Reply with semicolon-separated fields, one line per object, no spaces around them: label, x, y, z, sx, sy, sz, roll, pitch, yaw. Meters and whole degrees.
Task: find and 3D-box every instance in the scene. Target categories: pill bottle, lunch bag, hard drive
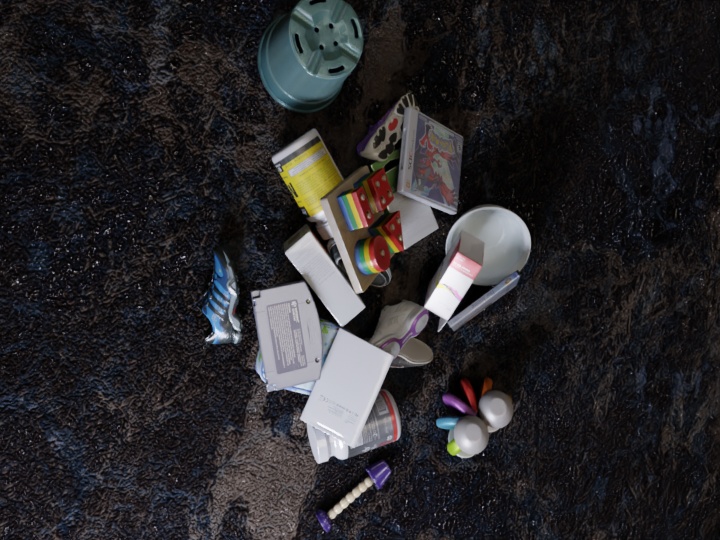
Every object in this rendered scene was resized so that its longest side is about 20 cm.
pill bottle;-0.090;-0.177;1.140;0.113;0.114;0.204;-34;105;-14
lunch bag;-0.122;0.180;1.179;0.194;0.082;0.167;16;89;-21
hard drive;-0.028;0.244;1.144;0.128;0.025;0.206;25;87;3
pill bottle;-0.016;0.348;1.219;0.193;0.115;0.120;-13;100;-18

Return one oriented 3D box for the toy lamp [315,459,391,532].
toy lamp;-0.013;0.518;1.270;0.197;0.058;0.059;-36;106;-11

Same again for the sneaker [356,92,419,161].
sneaker;0.060;-0.321;1.208;0.200;0.082;0.082;-47;126;-26

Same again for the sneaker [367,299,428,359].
sneaker;0.064;0.138;1.235;0.198;0.098;0.077;-35;135;-29

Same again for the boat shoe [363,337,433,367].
boat shoe;0.076;0.193;1.278;0.193;0.057;0.069;9;57;-25

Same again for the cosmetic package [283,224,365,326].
cosmetic package;-0.078;0.009;1.164;0.070;0.102;0.202;-36;107;0

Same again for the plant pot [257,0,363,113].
plant pot;-0.091;-0.432;1.072;0.193;0.195;0.209;-2;95;-20

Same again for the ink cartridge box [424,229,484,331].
ink cartridge box;0.203;0.025;1.240;0.066;0.117;0.204;27;121;0

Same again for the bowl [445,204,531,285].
bowl;0.297;-0.075;1.290;0.193;0.091;0.207;4;122;6

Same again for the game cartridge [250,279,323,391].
game cartridge;-0.143;0.130;1.106;0.128;0.041;0.208;-9;95;-11

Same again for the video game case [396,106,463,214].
video game case;0.161;-0.241;1.226;0.196;0.023;0.190;13;80;-43

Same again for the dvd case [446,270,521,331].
dvd case;0.287;0.076;1.273;0.198;0.143;0.018;-38;74;5

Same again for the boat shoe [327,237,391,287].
boat shoe;0.000;0.000;1.186;0.071;0.073;0.197;-37;136;25

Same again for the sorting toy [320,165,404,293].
sorting toy;0.023;-0.094;1.119;0.200;0.068;0.204;-48;121;-54

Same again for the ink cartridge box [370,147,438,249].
ink cartridge box;0.090;-0.163;1.238;0.102;0.059;0.205;-29;105;-17

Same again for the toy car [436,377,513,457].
toy car;0.265;0.344;1.318;0.199;0.176;0.150;-40;72;-12

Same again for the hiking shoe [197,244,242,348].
hiking shoe;-0.289;0.054;1.108;0.084;0.074;0.208;-8;98;-20
